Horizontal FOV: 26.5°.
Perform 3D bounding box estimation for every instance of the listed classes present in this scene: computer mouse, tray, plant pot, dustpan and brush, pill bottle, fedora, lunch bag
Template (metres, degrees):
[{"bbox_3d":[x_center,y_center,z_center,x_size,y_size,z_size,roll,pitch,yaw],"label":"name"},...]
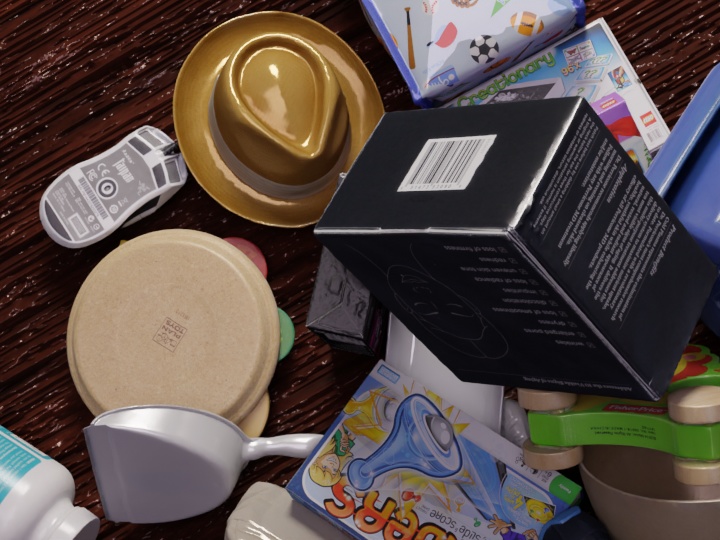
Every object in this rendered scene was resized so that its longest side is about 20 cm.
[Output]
[{"bbox_3d":[-0.197,-0.090,1.376,0.200,0.044,0.110,-32,83,-3],"label":"computer mouse"},{"bbox_3d":[0.069,0.131,1.288,0.107,0.022,0.200,6,93,21],"label":"tray"},{"bbox_3d":[0.277,0.189,1.197,0.200,0.200,0.135,-8,109,8],"label":"plant pot"},{"bbox_3d":[-0.121,0.159,1.295,0.200,0.140,0.057,3,45,6],"label":"dustpan and brush"},{"bbox_3d":[-0.325,0.190,1.317,0.200,0.111,0.111,30,87,13],"label":"pill bottle"},{"bbox_3d":[0.327,-0.042,1.180,0.180,0.200,0.200,23,68,33],"label":"plant pot"},{"bbox_3d":[-0.068,-0.140,1.321,0.200,0.082,0.201,1,78,-6],"label":"fedora"},{"bbox_3d":[0.077,-0.262,1.317,0.170,0.124,0.200,-30,86,5],"label":"lunch bag"}]

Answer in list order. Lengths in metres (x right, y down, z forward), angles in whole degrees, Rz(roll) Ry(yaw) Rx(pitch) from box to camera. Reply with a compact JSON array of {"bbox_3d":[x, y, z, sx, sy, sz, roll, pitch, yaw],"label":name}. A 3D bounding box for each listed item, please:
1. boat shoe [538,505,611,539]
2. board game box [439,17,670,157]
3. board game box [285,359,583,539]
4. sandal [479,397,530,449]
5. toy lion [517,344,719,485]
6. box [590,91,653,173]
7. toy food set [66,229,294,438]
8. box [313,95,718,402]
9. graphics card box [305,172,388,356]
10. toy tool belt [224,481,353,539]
[{"bbox_3d":[0.182,0.279,1.191,0.084,0.200,0.069,-34,34,-16],"label":"boat shoe"},{"bbox_3d":[0.152,-0.115,1.326,0.200,0.035,0.126,-28,79,4],"label":"board game box"},{"bbox_3d":[0.058,0.179,1.229,0.200,0.034,0.135,31,74,21],"label":"board game box"},{"bbox_3d":[0.147,0.203,1.269,0.050,0.082,0.203,-1,74,-36],"label":"sandal"},{"bbox_3d":[0.225,0.097,1.198,0.200,0.192,0.069,2,107,36],"label":"toy lion"},{"bbox_3d":[0.157,-0.042,1.283,0.200,0.039,0.137,-27,108,4],"label":"box"},{"bbox_3d":[-0.159,0.058,1.343,0.200,0.049,0.198,15,84,11],"label":"toy food set"},{"bbox_3d":[0.112,-0.013,1.099,0.200,0.197,0.124,2,53,48],"label":"box"},{"bbox_3d":[0.000,0.000,1.248,0.051,0.200,0.126,12,83,7],"label":"graphics card box"},{"bbox_3d":[-0.027,0.269,1.270,0.200,0.125,0.123,24,127,13],"label":"toy tool belt"}]
